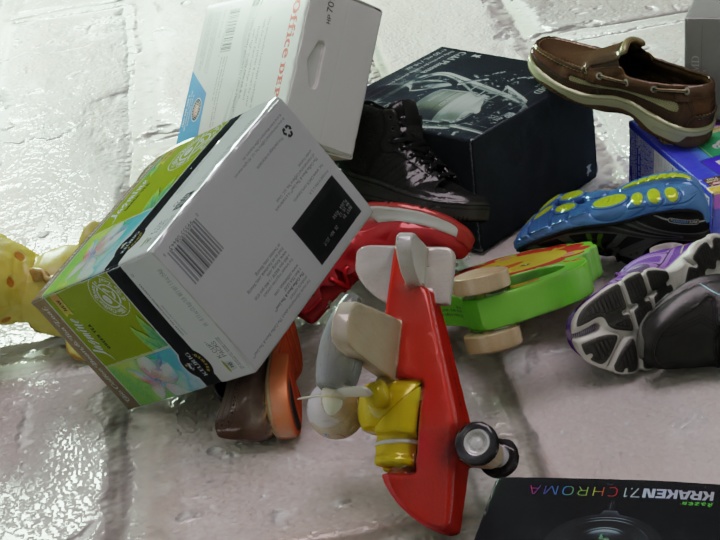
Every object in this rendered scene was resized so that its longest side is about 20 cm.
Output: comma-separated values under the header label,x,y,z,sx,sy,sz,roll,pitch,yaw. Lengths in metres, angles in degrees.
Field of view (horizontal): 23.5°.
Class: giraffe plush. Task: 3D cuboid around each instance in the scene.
label,x,y,z,sx,sy,sz,roll,pitch,yaw
giraffe plush,-0.309,0.009,1.578,0.161,0.174,0.200,7,10,-17

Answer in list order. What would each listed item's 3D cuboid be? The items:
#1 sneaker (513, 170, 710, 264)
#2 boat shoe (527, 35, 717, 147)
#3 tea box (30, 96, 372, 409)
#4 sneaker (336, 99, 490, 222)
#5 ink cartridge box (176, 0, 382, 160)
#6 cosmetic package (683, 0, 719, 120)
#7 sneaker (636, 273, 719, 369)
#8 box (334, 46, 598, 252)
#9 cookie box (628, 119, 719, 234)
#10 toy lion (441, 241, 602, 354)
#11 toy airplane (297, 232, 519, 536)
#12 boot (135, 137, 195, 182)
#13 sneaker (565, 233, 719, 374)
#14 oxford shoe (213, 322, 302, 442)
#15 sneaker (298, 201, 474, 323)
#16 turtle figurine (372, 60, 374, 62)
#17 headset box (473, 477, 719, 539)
label,x,y,z,sx,sy,sz,roll,pitch,yaw
sneaker,0.224,-0.032,1.563,0.198,0.083,0.071,-10,27,36
boat shoe,0.251,-0.191,1.642,0.201,0.075,0.075,26,42,26
tea box,-0.131,-0.011,1.437,0.196,0.134,0.200,-21,26,48
sneaker,0.038,-0.111,1.606,0.199,0.105,0.060,14,5,33
ink cartridge box,-0.079,-0.178,1.616,0.085,0.148,0.199,17,-8,-35
cosmetic package,0.407,-0.200,1.640,0.198,0.108,0.090,1,24,16
sneaker,0.318,0.043,1.374,0.198,0.076,0.079,-13,28,-7
box,0.101,-0.127,1.739,0.196,0.125,0.199,17,36,38
cookie box,0.368,-0.093,1.635,0.170,0.076,0.200,-12,27,-11
toy lion,0.130,0.013,1.469,0.190,0.069,0.200,-17,7,-25
toy airplane,0.022,0.074,1.269,0.140,0.201,0.200,-20,25,14
boot,-0.155,-0.077,1.670,0.144,0.073,0.200,-34,-9,-47
sneaker,0.235,0.031,1.453,0.199,0.081,0.083,-24,12,-41
oxford shoe,-0.089,0.073,1.449,0.072,0.072,0.200,-11,26,5
sneaker,0.000,0.000,1.560,0.198,0.116,0.078,7,-16,22
turtle figurine,-0.049,-0.173,1.798,0.100,0.200,0.150,29,79,5
headset box,0.146,0.221,1.044,0.173,0.093,0.200,0,28,19
